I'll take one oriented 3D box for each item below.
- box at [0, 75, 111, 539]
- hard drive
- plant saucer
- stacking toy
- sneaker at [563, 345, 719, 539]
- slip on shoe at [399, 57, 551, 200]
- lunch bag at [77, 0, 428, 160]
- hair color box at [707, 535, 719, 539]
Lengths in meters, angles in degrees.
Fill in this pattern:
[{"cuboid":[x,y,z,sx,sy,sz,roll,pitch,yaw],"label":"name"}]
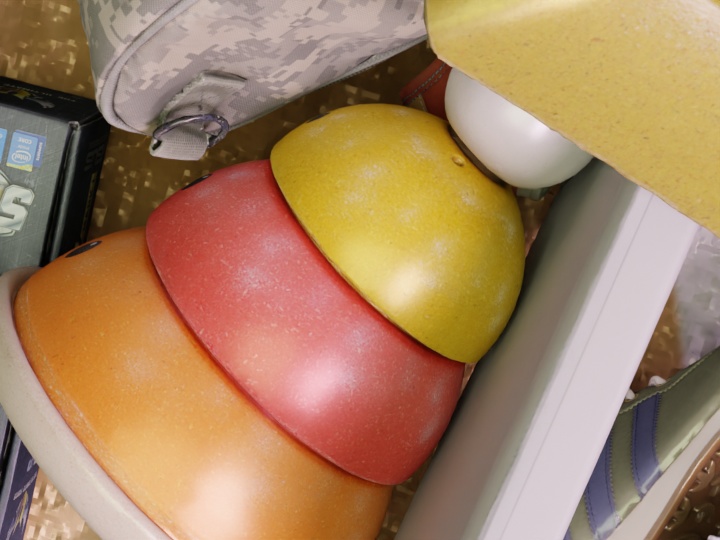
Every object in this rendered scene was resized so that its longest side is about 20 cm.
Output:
[{"cuboid":[-0.194,0.000,0.962,0.200,0.051,0.158,15,103,7],"label":"box"},{"cuboid":[0.051,0.036,0.840,0.027,0.132,0.200,27,71,-5],"label":"hard drive"},{"cuboid":[0.121,-0.109,0.790,0.048,0.200,0.200,-6,62,47],"label":"plant saucer"},{"cuboid":[0.000,0.000,0.871,0.200,0.146,0.146,-43,90,12],"label":"stacking toy"},{"cuboid":[0.073,0.064,0.916,0.200,0.067,0.090,-49,54,-4],"label":"sneaker"},{"cuboid":[0.067,-0.120,0.889,0.061,0.074,0.200,25,107,8],"label":"slip on shoe"},{"cuboid":[-0.032,-0.153,0.846,0.168,0.139,0.200,-29,70,28],"label":"lunch bag"},{"cuboid":[0.138,0.183,0.849,0.100,0.061,0.200,7,85,14],"label":"hair color box"}]
